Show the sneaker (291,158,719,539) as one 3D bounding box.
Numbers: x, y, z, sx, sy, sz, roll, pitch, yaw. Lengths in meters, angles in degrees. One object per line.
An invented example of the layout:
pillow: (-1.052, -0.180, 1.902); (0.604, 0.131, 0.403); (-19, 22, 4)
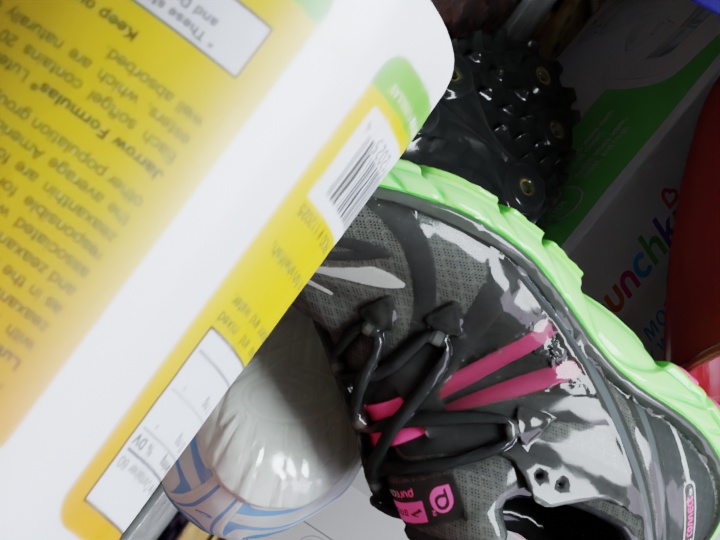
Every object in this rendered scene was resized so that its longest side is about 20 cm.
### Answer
sneaker: (0.028, 0.034, 0.811); (0.077, 0.200, 0.084); (-19, -142, 59)

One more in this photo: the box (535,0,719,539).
box: (0.127, 0.001, 1.005); (0.200, 0.097, 0.177); (-48, 120, -27)

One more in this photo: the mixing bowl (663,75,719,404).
mixing bowl: (0.180, -0.030, 0.880); (0.200, 0.108, 0.200); (-10, 165, -3)

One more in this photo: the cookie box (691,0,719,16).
cookie box: (0.136, -0.149, 0.751); (0.075, 0.200, 0.171); (-37, 154, -51)

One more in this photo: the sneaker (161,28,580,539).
sneaker: (0.000, 0.000, 0.889); (0.200, 0.072, 0.072); (-53, -167, -28)

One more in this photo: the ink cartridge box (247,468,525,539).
ink cartridge box: (0.027, 0.167, 0.998); (0.176, 0.200, 0.045); (-61, 164, 13)

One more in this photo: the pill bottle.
pill bottle: (-0.080, 0.002, 0.594); (0.200, 0.111, 0.111); (-54, 162, -9)
